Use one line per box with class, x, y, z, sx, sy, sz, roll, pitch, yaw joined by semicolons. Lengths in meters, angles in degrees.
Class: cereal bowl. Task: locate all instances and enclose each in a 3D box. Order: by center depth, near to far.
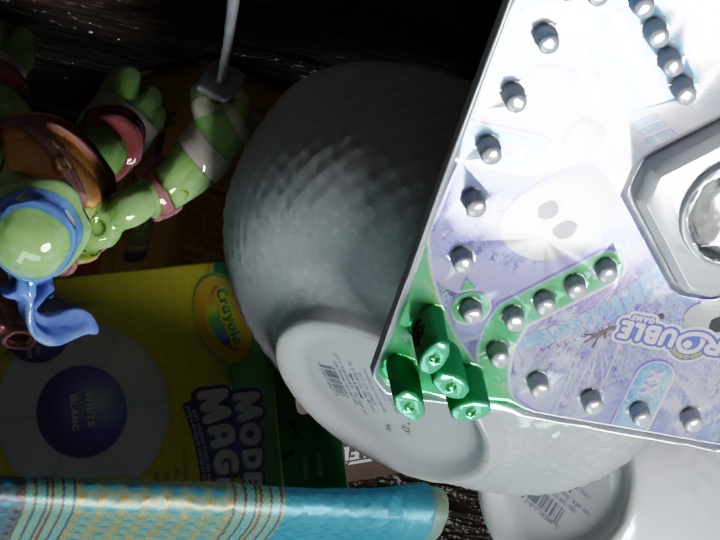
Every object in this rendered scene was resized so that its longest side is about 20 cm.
cereal bowl;0.028;0.021;0.713;0.198;0.084;0.201;24;150;15

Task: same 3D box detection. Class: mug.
mug;0.156;0.125;0.935;0.175;0.148;0.201;10;-143;-54

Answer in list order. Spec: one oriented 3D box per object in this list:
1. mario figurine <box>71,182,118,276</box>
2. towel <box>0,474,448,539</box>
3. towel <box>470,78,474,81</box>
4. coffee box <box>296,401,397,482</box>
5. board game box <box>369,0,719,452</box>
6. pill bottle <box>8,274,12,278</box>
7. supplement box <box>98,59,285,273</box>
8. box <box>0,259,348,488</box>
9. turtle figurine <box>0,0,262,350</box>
mario figurine;-0.138;0.014;0.980;0.122;0.107;0.200;-20;157;-11
towel;-0.079;0.113;0.752;0.198;0.022;0.147;6;151;-20
towel;0.147;-0.061;0.765;0.189;0.033;0.200;12;170;-13
coffee box;-0.027;0.035;1.053;0.112;0.081;0.200;-5;-154;-23
board game box;0.125;-0.018;0.603;0.198;0.202;0.026;10;-148;-15
pill bottle;-0.238;-0.042;1.005;0.113;0.115;0.200;5;171;20
supplement box;-0.083;0.007;0.874;0.068;0.202;0.066;15;170;-38
box;-0.107;0.061;0.797;0.197;0.119;0.048;-6;170;-4
turtle figurine;-0.117;-0.083;0.754;0.142;0.202;0.194;-12;-165;-7
